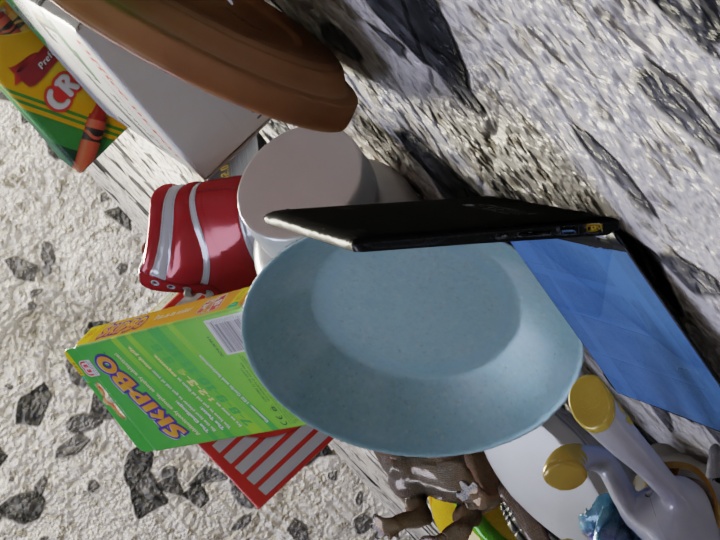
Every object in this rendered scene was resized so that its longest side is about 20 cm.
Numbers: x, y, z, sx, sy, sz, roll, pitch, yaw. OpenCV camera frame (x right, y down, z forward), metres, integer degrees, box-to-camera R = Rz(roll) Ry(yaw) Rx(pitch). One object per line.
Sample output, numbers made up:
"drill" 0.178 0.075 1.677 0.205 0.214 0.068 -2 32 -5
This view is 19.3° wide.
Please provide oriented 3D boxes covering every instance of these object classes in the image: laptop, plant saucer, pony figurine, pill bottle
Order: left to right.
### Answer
"plant saucer" -0.088 -0.136 1.138 0.199 0.032 0.200 27 -166 -7
"pill bottle" 0.000 0.000 1.321 0.111 0.111 0.200 40 170 39
"plant saucer" 0.031 0.030 1.229 0.201 0.200 0.039 51 -147 -34
"laptop" 0.070 0.026 1.054 0.187 0.198 0.117 -163 69 -74
"pony figurine" 0.175 0.156 1.056 0.199 0.166 0.194 23 -141 -50

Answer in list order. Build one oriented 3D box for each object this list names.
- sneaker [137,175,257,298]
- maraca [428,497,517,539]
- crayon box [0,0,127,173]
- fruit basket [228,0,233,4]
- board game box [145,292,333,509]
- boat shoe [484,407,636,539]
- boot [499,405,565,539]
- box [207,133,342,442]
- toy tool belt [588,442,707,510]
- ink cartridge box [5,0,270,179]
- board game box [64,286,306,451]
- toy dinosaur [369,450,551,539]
"sneaker" -0.079 0.019 1.415 0.112 0.071 0.201 0 128 24
"maraca" 0.109 0.152 1.547 0.137 0.107 0.200 44 -158 -11
"crayon box" -0.226 -0.186 1.535 0.200 0.127 0.051 50 171 -31
"fruit basket" -0.139 -0.234 1.002 0.185 0.094 0.201 40 162 39
"board game box" -0.051 0.042 1.480 0.152 0.200 0.046 46 179 -11
"boat shoe" 0.158 0.135 1.340 0.200 0.069 0.072 40 140 -10
"boot" 0.170 0.177 1.440 0.131 0.070 0.201 14 -132 -34
"box" -0.048 0.012 1.634 0.200 0.048 0.159 52 -159 -42
"toy tool belt" 0.203 0.208 1.258 0.200 0.123 0.125 49 172 -27
"ink cartridge box" -0.153 -0.159 1.433 0.146 0.084 0.200 49 172 -29
"board game box" -0.108 0.068 1.381 0.199 0.030 0.096 -16 117 45
"toy dinosaur" 0.067 0.124 1.423 0.199 0.135 0.086 21 124 29
